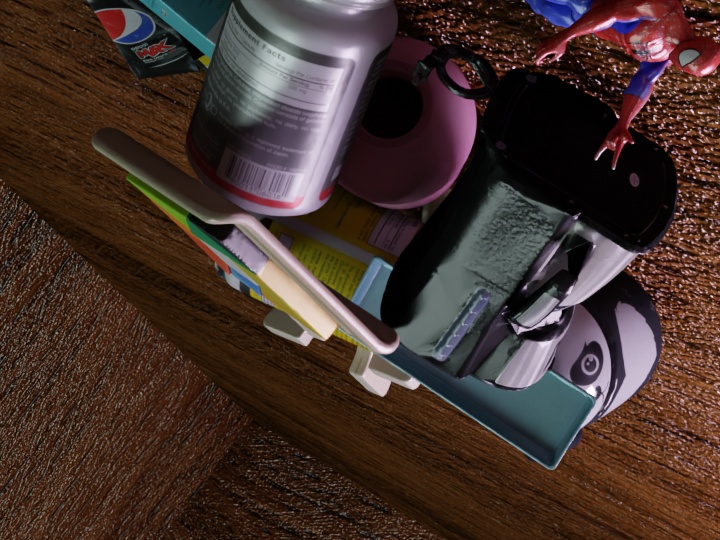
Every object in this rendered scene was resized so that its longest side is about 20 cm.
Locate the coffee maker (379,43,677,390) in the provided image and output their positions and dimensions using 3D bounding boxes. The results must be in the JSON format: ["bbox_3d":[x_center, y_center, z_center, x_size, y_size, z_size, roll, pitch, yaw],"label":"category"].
[{"bbox_3d":[0.096,-0.035,1.182,0.192,0.134,0.200,48,138,12],"label":"coffee maker"}]

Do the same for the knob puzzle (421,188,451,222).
[{"bbox_3d":[0.110,0.032,1.478,0.219,0.030,0.221,40,-152,-27],"label":"knob puzzle"}]

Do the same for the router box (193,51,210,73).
[{"bbox_3d":[-0.042,-0.147,1.490,0.200,0.051,0.149,39,168,-14],"label":"router box"}]

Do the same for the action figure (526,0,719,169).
[{"bbox_3d":[0.115,-0.136,0.994,0.199,0.099,0.065,26,165,35],"label":"action figure"}]

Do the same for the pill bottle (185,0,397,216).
[{"bbox_3d":[-0.041,-0.147,1.145,0.113,0.114,0.201,34,127,15],"label":"pill bottle"}]

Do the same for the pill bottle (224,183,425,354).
[{"bbox_3d":[0.000,0.000,1.359,0.199,0.113,0.113,25,166,7],"label":"pill bottle"}]

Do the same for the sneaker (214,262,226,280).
[{"bbox_3d":[-0.090,-0.067,1.448,0.202,0.147,0.077,45,169,-35],"label":"sneaker"}]

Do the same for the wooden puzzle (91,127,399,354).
[{"bbox_3d":[-0.084,-0.016,1.184,0.200,0.037,0.185,39,175,-42],"label":"wooden puzzle"}]

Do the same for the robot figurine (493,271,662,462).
[{"bbox_3d":[0.170,0.063,1.365,0.199,0.124,0.151,-18,-98,-57],"label":"robot figurine"}]

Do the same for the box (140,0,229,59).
[{"bbox_3d":[-0.084,-0.197,1.357,0.199,0.083,0.049,39,171,-6],"label":"box"}]

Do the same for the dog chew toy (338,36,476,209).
[{"bbox_3d":[0.030,-0.104,1.309,0.124,0.125,0.200,35,176,11],"label":"dog chew toy"}]

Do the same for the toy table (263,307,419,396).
[{"bbox_3d":[0.002,0.030,1.603,0.183,0.118,0.200,15,160,46],"label":"toy table"}]

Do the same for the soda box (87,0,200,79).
[{"bbox_3d":[-0.196,-0.246,1.480,0.063,0.071,0.200,-6,156,10],"label":"soda box"}]

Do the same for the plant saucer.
[{"bbox_3d":[0.080,0.067,1.280,0.199,0.070,0.019,34,-156,9],"label":"plant saucer"}]
